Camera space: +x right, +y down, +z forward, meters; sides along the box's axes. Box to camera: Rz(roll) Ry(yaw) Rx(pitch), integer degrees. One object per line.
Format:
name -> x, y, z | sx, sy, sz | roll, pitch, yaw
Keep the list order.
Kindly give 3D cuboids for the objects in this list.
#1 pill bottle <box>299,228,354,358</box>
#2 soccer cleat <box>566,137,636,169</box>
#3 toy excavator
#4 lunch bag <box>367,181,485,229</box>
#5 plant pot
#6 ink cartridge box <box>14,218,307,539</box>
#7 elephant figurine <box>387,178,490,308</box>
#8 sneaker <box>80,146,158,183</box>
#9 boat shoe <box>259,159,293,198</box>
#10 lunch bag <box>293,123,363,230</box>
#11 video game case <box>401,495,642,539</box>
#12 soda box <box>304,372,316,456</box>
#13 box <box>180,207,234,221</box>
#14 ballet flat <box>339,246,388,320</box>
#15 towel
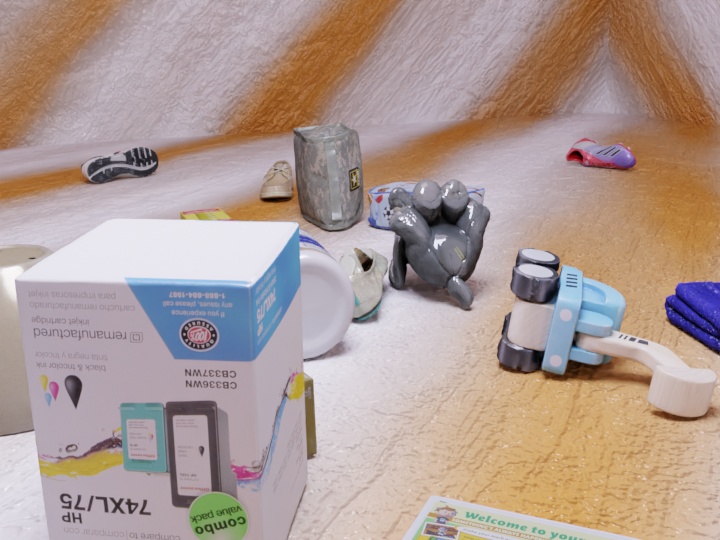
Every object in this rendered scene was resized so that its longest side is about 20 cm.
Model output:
pill bottle -> -0.082, 0.014, 0.959 | 0.113, 0.119, 0.200 | -5, 16, -14
soccer cleat -> 0.596, -0.279, 2.079 | 0.076, 0.067, 0.199 | -38, 33, -12
toy excavator -> 0.239, 0.063, 0.832 | 0.195, 0.102, 0.195 | 12, 19, 11
lunch bag -> 0.120, -0.113, 1.477 | 0.197, 0.078, 0.158 | 12, 18, 40
plant pot -> -0.337, 0.052, 0.806 | 0.195, 0.138, 0.201 | -1, 15, 0
ink cartridge box -> -0.119, 0.083, 0.560 | 0.143, 0.205, 0.146 | 1, 17, 7
elephant figurine -> 0.091, -0.039, 1.136 | 0.140, 0.157, 0.200 | 32, -16, -6
sneaker -> -0.585, -0.260, 2.034 | 0.197, 0.076, 0.079 | -14, 18, -40
boat shoe -> -0.177, -0.195, 1.792 | 0.070, 0.067, 0.200 | 0, 16, 2
lunch bag -> -0.055, -0.173, 1.521 | 0.115, 0.168, 0.200 | -7, 17, -10
video game case -> 0.102, 0.199, 0.474 | 0.195, 0.023, 0.182 | 5, 17, 24
soda box -> -0.111, 0.101, 0.743 | 0.063, 0.070, 0.199 | -11, 18, -30
box -> -0.232, -0.054, 1.328 | 0.073, 0.051, 0.200 | -7, 17, -20
ballet flat -> 0.000, 0.000, 1.073 | 0.067, 0.063, 0.200 | -32, 14, 8
towel -> 0.461, 0.046, 0.938 | 0.195, 0.051, 0.148 | -4, 15, -9
